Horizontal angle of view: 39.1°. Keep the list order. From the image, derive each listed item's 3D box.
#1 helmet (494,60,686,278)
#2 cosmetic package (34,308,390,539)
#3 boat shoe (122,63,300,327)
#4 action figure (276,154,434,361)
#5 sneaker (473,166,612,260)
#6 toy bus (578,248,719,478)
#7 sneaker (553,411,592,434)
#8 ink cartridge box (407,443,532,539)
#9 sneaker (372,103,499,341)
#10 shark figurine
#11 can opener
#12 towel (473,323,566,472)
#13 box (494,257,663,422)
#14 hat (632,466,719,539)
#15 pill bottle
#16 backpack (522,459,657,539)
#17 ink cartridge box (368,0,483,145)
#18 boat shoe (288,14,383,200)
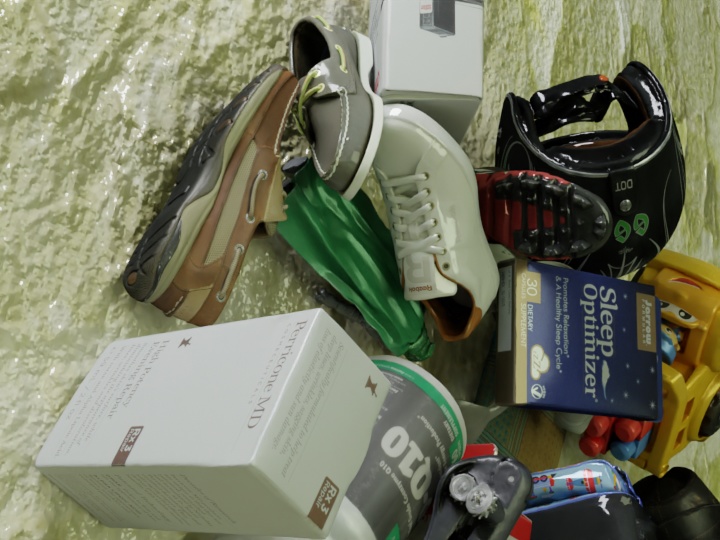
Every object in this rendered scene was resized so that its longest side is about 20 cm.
[{"bbox_3d":[0.219,-0.087,0.979,0.192,0.196,0.202,77,29,-52],"label":"helmet"},{"bbox_3d":[-0.089,0.090,0.583,0.074,0.198,0.103,48,49,-29],"label":"cosmetic package"},{"bbox_3d":[-0.090,-0.050,0.707,0.073,0.075,0.202,36,64,-22],"label":"boat shoe"},{"bbox_3d":[0.000,0.000,0.817,0.201,0.054,0.119,53,45,-21],"label":"action figure"},{"bbox_3d":[0.134,-0.053,0.875,0.097,0.198,0.072,-10,105,-49],"label":"sneaker"},{"bbox_3d":[0.297,0.107,1.038,0.191,0.135,0.203,-28,135,-40],"label":"toy bus"},{"bbox_3d":[0.209,0.071,1.008,0.202,0.074,0.093,-73,173,-47],"label":"sneaker"},{"bbox_3d":[0.064,0.243,0.787,0.067,0.115,0.203,35,57,-38],"label":"ink cartridge box"},{"bbox_3d":[0.055,-0.030,0.789,0.202,0.072,0.085,61,39,-29],"label":"sneaker"},{"bbox_3d":[0.131,0.068,0.920,0.090,0.125,0.218,94,1,-60],"label":"shark figurine"},{"bbox_3d":[0.054,0.212,0.692,0.201,0.063,0.079,-54,141,-18],"label":"can opener"},{"bbox_3d":[0.158,0.139,0.993,0.147,0.021,0.202,45,52,-33],"label":"towel"},{"bbox_3d":[0.204,0.065,0.888,0.197,0.032,0.124,10,75,-31],"label":"box"},{"bbox_3d":[0.320,0.251,1.045,0.199,0.200,0.082,-13,75,-49],"label":"hat"},{"bbox_3d":[-0.014,0.160,0.719,0.200,0.112,0.114,-44,114,-44],"label":"pill bottle"},{"bbox_3d":[0.184,0.271,0.880,0.200,0.180,0.137,48,31,-48],"label":"backpack"},{"bbox_3d":[0.051,-0.207,0.846,0.082,0.144,0.204,4,75,-4],"label":"ink cartridge box"},{"bbox_3d":[-0.024,-0.128,0.769,0.060,0.072,0.203,23,34,-22],"label":"boat shoe"}]
